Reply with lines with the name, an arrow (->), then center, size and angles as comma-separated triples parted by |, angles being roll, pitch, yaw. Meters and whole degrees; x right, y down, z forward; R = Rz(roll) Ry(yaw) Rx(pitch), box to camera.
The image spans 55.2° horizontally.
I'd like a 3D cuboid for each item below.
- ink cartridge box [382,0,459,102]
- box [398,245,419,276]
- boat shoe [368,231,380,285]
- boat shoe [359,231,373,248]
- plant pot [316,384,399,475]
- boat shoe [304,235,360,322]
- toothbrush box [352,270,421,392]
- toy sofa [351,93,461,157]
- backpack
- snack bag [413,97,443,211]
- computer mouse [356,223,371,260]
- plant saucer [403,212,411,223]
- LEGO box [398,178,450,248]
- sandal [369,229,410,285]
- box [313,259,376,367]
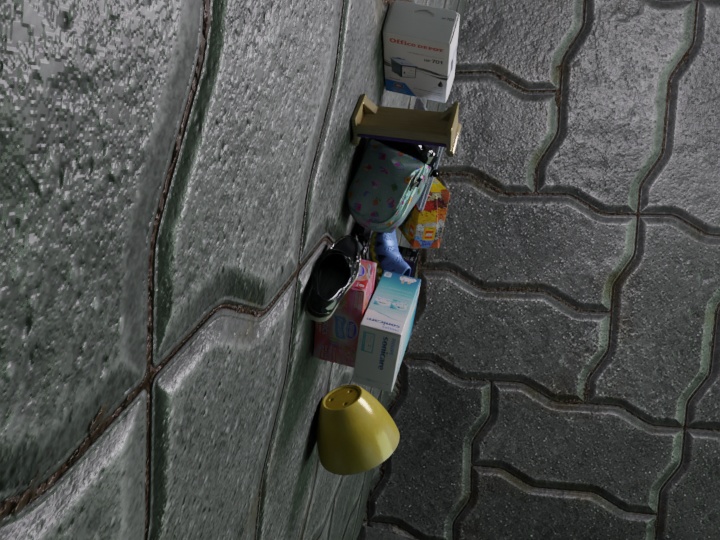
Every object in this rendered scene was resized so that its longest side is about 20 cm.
ink cartridge box -> 0.127, -0.461, 1.465 | 0.200, 0.145, 0.086 | 77, 29, -70
box -> 0.065, 0.034, 1.787 | 0.079, 0.140, 0.201 | -58, 159, -59
boat shoe -> 0.052, -0.003, 1.597 | 0.062, 0.071, 0.202 | -146, -135, -68
boat shoe -> 0.043, -0.076, 1.702 | 0.091, 0.070, 0.201 | 82, 19, -51
plant pot -> -0.024, 0.354, 1.608 | 0.200, 0.199, 0.143 | -62, 137, -60
boat shoe -> -0.044, -0.002, 1.245 | 0.200, 0.074, 0.066 | -59, 174, -38
toothbrush box -> 0.054, 0.118, 1.378 | 0.200, 0.085, 0.147 | -65, 166, -55
toy sofa -> 0.086, -0.264, 1.304 | 0.098, 0.198, 0.083 | 83, 20, -51
backpack -> 0.051, -0.179, 1.416 | 0.201, 0.166, 0.127 | -64, 162, 2
snack bag -> 0.130, -0.266, 1.545 | 0.201, 0.021, 0.189 | -107, -157, -44
computer mouse -> 0.004, -0.067, 1.515 | 0.200, 0.034, 0.059 | -86, -173, -69
plant saucer -> 0.095, -0.219, 1.743 | 0.200, 0.029, 0.202 | 180, -90, -72
LEGO box -> 0.146, -0.167, 1.753 | 0.200, 0.077, 0.150 | -119, -147, -58
sandal -> 0.076, -0.005, 1.509 | 0.079, 0.087, 0.202 | -16, 99, -48
box -> -0.032, 0.081, 1.366 | 0.103, 0.094, 0.201 | -65, 165, -53
